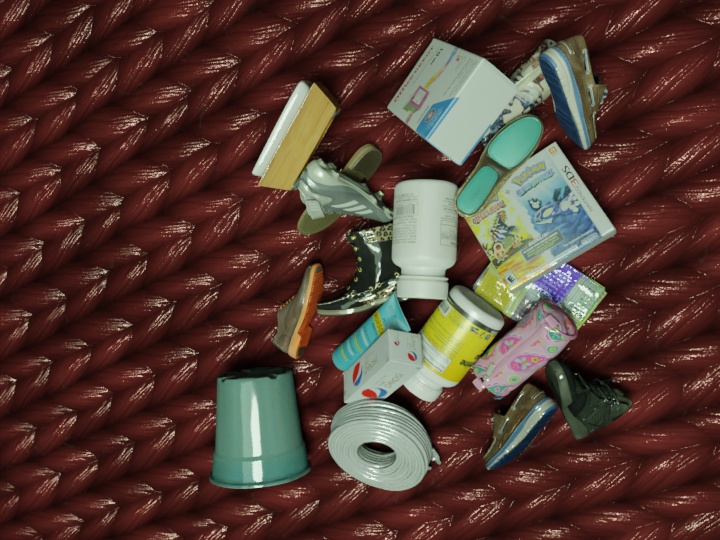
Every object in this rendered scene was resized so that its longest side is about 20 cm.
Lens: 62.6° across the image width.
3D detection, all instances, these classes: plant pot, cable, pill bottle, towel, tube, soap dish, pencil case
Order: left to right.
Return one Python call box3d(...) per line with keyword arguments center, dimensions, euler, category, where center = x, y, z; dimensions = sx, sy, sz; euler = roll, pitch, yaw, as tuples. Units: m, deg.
box3d(center=(-0.201, 0.298, 1.167), dimensions=(0.200, 0.200, 0.196), euler=(-4, 90, 16), category="plant pot")
box3d(center=(-0.111, -0.244, 1.077), dimensions=(0.081, 0.157, 0.200), euler=(30, 105, -8), category="soap dish")
box3d(center=(0.020, 0.124, 1.105), dimensions=(0.200, 0.050, 0.078), euler=(-44, 61, 39), category="tube")
box3d(center=(0.036, 0.335, 1.129), dimensions=(0.200, 0.069, 0.200), euler=(-10, 120, 23), category="cable")
box3d(center=(0.112, -0.051, 1.040), dimensions=(0.114, 0.114, 0.200), euler=(2, 87, 15), category="pill bottle")
box3d(center=(0.159, 0.136, 1.074), dimensions=(0.112, 0.112, 0.200), euler=(36, 106, 8), category="pill bottle")
box3d(center=(0.265, -0.296, 0.992), dimensions=(0.200, 0.089, 0.078), euler=(-40, 87, 17), category="pencil case")
box3d(center=(0.280, 0.139, 1.026), dimensions=(0.087, 0.087, 0.200), euler=(43, 125, 6), category="pencil case")
box3d(center=(0.314, 0.033, 1.053), dimensions=(0.200, 0.023, 0.144), euler=(37, 97, 8), category="towel")

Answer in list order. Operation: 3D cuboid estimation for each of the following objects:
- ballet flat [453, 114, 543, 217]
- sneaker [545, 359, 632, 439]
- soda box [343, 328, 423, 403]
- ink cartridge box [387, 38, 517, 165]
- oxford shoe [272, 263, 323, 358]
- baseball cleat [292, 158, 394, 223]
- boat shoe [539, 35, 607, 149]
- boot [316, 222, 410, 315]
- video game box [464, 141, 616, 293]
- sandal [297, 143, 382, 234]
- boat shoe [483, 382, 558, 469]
box3d(center=(0.228, -0.174, 0.998), dimensions=(0.071, 0.065, 0.200), euler=(42, 98, 7), category="ballet flat")
box3d(center=(0.388, 0.204, 1.011), dimensions=(0.114, 0.076, 0.200), euler=(-28, 123, 10), category="sneaker")
box3d(center=(0.037, 0.182, 1.080), dimensions=(0.068, 0.064, 0.200), euler=(13, 143, -21), category="soda box")
box3d(center=(0.141, -0.281, 0.968), dimensions=(0.085, 0.200, 0.145), euler=(29, 107, -28), category="ink cartridge box")
box3d(center=(-0.127, 0.074, 1.168), dimensions=(0.073, 0.071, 0.200), euler=(22, 104, 17), category="oxford shoe")
box3d(center=(-0.033, -0.124, 1.074), dimensions=(0.200, 0.070, 0.106), euler=(31, 112, -31), category="baseball cleat")
box3d(center=(0.347, -0.275, 0.930), dimensions=(0.072, 0.200, 0.072), euler=(-35, 46, 7), category="boat shoe")
box3d(center=(0.000, 0.000, 1.118), dimensions=(0.200, 0.073, 0.151), euler=(-13, 96, 13), category="boot")
box3d(center=(0.297, -0.089, 1.014), dimensions=(0.200, 0.047, 0.182), euler=(-34, 70, 17), category="video game box")
box3d(center=(-0.052, -0.163, 1.125), dimensions=(0.212, 0.078, 0.070), euler=(-46, 53, 10), category="sandal")
box3d(center=(0.281, 0.285, 1.086), dimensions=(0.072, 0.072, 0.200), euler=(53, 126, 35), category="boat shoe")
